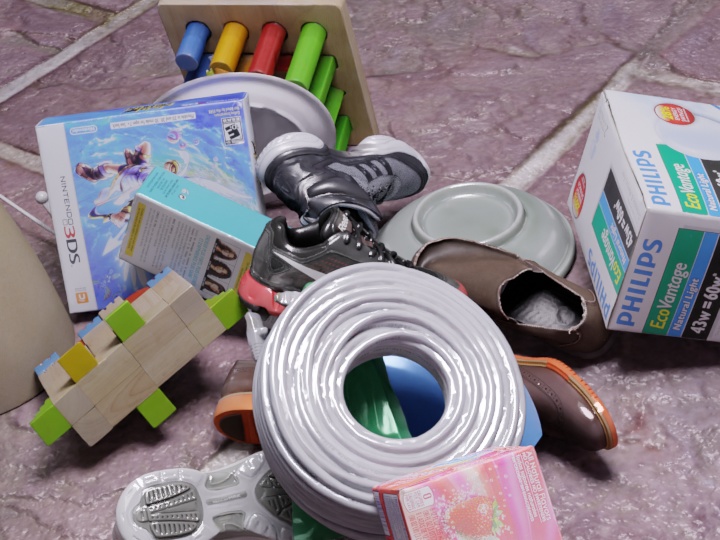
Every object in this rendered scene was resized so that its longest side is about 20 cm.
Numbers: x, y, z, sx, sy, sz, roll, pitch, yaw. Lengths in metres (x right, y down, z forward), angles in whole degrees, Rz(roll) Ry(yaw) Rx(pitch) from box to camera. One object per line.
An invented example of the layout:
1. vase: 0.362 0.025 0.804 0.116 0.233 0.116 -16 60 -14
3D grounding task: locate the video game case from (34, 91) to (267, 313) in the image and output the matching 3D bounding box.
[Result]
1. video game case: -0.190 -0.062 1.449 0.197 0.183 0.046 -7 17 4

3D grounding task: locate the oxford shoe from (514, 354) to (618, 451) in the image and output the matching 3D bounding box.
1. oxford shoe: 0.125 0.109 1.250 0.072 0.072 0.199 -34 32 -24

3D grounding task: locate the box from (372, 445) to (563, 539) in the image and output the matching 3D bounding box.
1. box: 0.085 0.219 0.978 0.094 0.202 0.103 -16 -5 -10

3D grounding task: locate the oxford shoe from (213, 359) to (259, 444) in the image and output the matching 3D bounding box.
1. oxford shoe: -0.023 0.097 1.279 0.197 0.072 0.074 -1 52 12

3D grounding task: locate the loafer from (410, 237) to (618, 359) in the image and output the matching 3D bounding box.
1. loafer: 0.128 0.013 1.340 0.198 0.071 0.074 17 80 25

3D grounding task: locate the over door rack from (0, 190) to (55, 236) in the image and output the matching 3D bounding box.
1. over door rack: -0.294 -0.095 1.618 0.199 0.067 0.147 22 45 36

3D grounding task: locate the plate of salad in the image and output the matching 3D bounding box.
1. plate of salad: -0.123 -0.132 1.517 0.197 0.201 0.048 -8 55 1

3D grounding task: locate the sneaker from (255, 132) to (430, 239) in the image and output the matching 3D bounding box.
1. sneaker: 0.001 -0.065 1.443 0.198 0.076 0.114 2 45 -40

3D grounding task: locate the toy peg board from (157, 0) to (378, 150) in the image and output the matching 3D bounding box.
1. toy peg board: -0.101 -0.177 1.589 0.197 0.201 0.099 3 52 16

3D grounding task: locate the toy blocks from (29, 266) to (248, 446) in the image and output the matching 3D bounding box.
1. toy blocks: -0.204 0.068 1.348 0.200 0.100 0.137 -41 20 -8

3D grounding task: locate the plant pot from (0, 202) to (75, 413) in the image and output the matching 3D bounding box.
1. plant pot: -0.371 0.000 1.392 0.185 0.202 0.188 -6 35 4

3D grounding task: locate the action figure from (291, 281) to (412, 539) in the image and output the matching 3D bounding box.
1. action figure: -0.013 0.100 1.154 0.117 0.055 0.202 -10 68 -9

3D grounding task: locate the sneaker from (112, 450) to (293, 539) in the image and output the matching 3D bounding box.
1. sneaker: -0.099 0.185 1.185 0.198 0.099 0.079 1 69 -23

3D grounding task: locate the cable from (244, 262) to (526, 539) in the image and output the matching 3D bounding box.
1. cable: 0.022 0.091 1.097 0.197 0.069 0.202 -2 62 -12

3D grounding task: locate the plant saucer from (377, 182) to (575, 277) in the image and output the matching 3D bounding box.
1. plant saucer: 0.103 -0.034 1.459 0.197 0.051 0.201 -6 37 5

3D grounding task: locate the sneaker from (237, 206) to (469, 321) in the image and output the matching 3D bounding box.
1. sneaker: 0.000 0.000 1.297 0.198 0.099 0.071 9 21 -6

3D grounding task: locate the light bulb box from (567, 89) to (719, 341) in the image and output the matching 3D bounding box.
1. light bulb box: 0.300 -0.044 1.323 0.197 0.126 0.199 6 35 -9

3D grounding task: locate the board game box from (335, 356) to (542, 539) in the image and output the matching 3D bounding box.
1. board game box: 0.038 0.137 1.196 0.157 0.039 0.200 34 64 11

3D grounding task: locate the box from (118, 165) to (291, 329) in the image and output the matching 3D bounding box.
1. box: -0.112 -0.012 1.385 0.198 0.083 0.049 25 40 1
